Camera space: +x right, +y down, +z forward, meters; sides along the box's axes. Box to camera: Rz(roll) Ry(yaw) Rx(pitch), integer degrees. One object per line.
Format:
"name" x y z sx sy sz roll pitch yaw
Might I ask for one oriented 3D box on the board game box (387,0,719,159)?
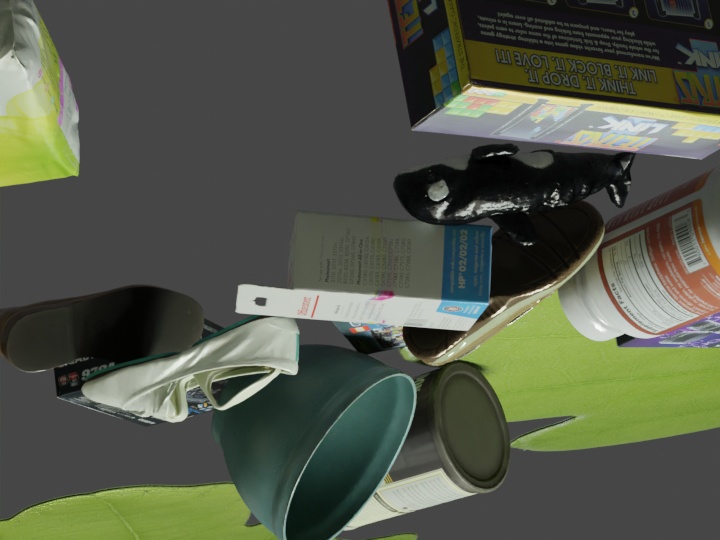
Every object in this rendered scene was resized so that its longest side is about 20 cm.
"board game box" 0.104 -0.149 0.954 0.199 0.167 0.057 3 159 -34

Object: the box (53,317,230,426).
"box" -0.186 0.102 1.818 0.158 0.046 0.200 -15 162 17

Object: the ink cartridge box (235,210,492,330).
"ink cartridge box" 0.000 0.000 1.500 0.198 0.069 0.115 4 167 -5

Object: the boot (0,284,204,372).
"boot" -0.231 0.044 1.613 0.199 0.074 0.075 -3 -167 -35

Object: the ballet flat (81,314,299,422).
"ballet flat" -0.142 0.092 1.570 0.198 0.070 0.069 -19 162 10

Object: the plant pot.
"plant pot" -0.058 0.151 1.784 0.200 0.134 0.201 -43 153 -29

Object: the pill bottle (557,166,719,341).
"pill bottle" 0.267 -0.008 1.592 0.111 0.113 0.199 5 159 -39

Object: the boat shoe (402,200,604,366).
"boat shoe" 0.128 0.012 1.593 0.199 0.072 0.076 -34 154 12

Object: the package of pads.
"package of pads" -0.249 -0.102 1.082 0.153 0.069 0.200 -9 164 0

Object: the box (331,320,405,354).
"box" 0.044 0.026 1.710 0.135 0.038 0.200 -12 163 7

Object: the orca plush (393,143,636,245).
"orca plush" 0.127 -0.049 1.453 0.198 0.072 0.105 0 161 -29

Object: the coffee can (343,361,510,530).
"coffee can" 0.048 0.200 2.088 0.199 0.148 0.146 -21 160 33

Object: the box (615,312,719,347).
"box" 0.349 0.010 1.759 0.140 0.080 0.200 -1 162 -33
